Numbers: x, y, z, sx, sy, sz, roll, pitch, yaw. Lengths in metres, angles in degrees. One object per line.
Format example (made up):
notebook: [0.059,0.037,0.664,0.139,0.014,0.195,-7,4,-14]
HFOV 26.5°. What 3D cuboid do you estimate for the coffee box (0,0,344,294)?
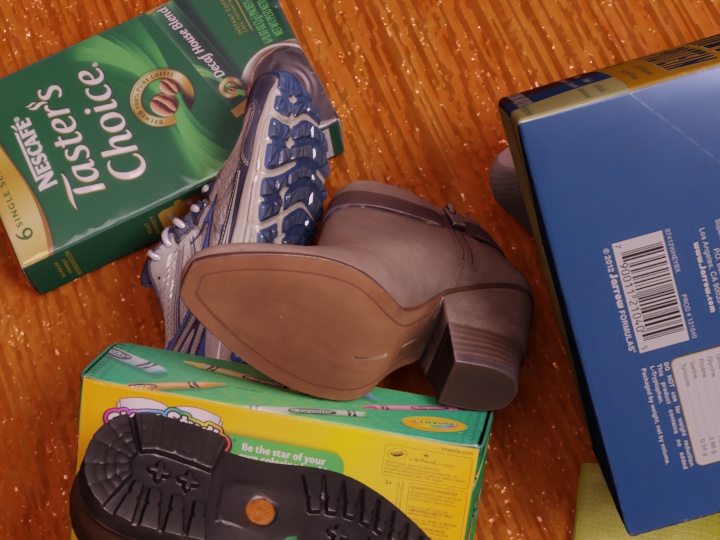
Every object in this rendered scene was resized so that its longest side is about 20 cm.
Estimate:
coffee box: [-0.122,-0.083,0.882,0.199,0.044,0.124,-24,69,-5]

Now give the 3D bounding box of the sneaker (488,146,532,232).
sneaker: [0.169,-0.051,0.840,0.199,0.071,0.081,7,64,-1]

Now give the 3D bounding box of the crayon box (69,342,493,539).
crayon box: [-0.042,0.114,0.759,0.198,0.058,0.120,10,106,8]

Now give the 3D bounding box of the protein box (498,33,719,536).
protein box: [0.189,-0.011,0.728,0.199,0.135,0.200,-16,100,4]

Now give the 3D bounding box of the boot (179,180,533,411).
boot: [0.000,0.000,0.780,0.199,0.070,0.147,23,28,-21]

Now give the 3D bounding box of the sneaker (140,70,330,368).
sneaker: [-0.077,-0.012,0.819,0.085,0.077,0.202,11,87,22]

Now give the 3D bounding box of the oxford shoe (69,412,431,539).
oxford shoe: [-0.040,0.134,0.707,0.199,0.085,0.073,26,48,-6]

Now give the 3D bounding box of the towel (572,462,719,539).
towel: [0.141,0.198,0.765,0.085,0.018,0.201,8,69,6]
